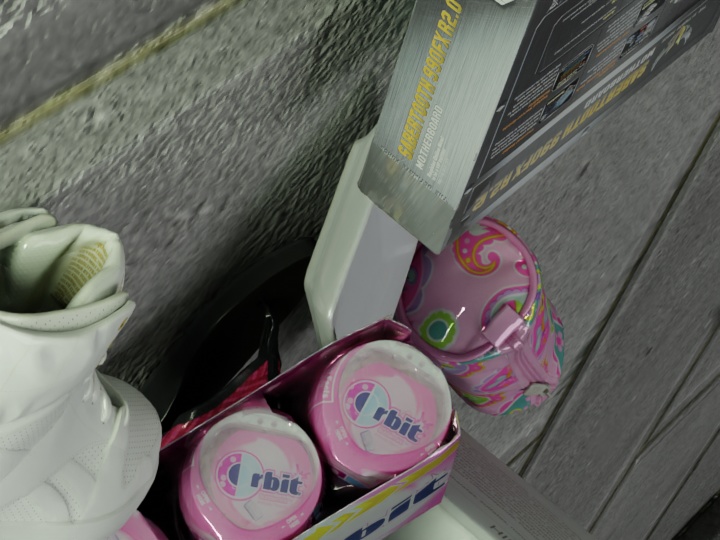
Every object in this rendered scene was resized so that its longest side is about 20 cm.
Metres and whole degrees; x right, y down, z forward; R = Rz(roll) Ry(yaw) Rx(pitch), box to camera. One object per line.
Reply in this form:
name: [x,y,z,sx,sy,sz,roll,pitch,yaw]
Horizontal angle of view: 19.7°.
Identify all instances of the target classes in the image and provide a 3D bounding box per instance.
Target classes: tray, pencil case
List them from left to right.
tray: [0.000,0.000,0.966,0.200,0.022,0.108,82,27,-73]
pencil case: [0.071,0.029,1.170,0.088,0.087,0.200,-49,163,-4]

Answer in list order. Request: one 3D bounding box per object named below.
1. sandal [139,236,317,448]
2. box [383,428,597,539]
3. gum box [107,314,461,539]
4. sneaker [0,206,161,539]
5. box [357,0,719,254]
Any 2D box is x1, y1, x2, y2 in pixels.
sandal: [-0.076,0.071,0.933,0.200,0.045,0.075,-50,163,1]
box: [0.010,0.193,1.163,0.200,0.200,0.171,-54,162,11]
gum box: [-0.049,0.105,0.895,0.199,0.066,0.114,-30,165,-13]
sneaker: [-0.104,0.037,0.733,0.116,0.074,0.200,-51,163,15]
box: [0.093,-0.117,0.826,0.200,0.048,0.159,-39,161,-32]
